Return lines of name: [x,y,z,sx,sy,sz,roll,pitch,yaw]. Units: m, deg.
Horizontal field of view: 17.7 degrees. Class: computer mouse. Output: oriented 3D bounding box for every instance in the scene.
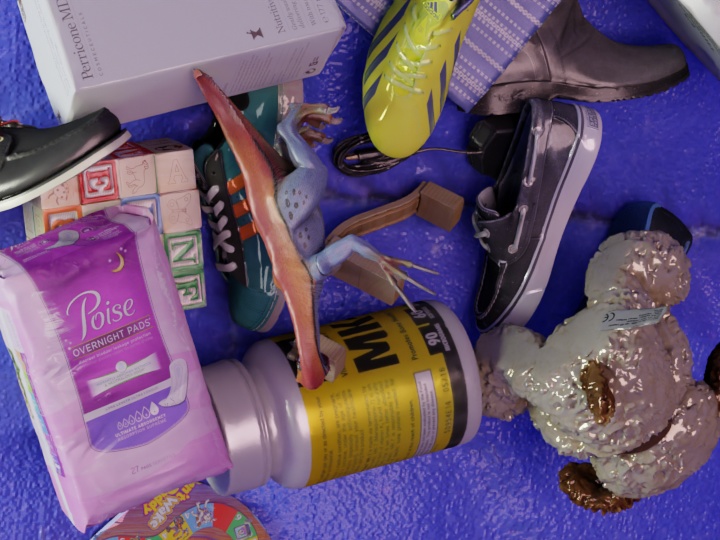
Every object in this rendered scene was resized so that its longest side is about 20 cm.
computer mouse: [0.074,-0.097,1.749,0.199,0.034,0.059,-2,137,-19]

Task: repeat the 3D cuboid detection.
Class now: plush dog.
plush dog: [0.201,0.097,1.709,0.200,0.161,0.172,-39,124,10]

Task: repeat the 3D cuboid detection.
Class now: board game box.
board game box: [-0.145,0.256,1.720,0.200,0.039,0.158,-42,114,-11]

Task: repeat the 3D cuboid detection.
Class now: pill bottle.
pill bottle: [-0.021,0.096,1.700,0.199,0.114,0.115,-14,106,-21]

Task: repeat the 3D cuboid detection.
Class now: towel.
towel: [0.087,-0.237,1.688,0.145,0.024,0.200,38,97,-7]

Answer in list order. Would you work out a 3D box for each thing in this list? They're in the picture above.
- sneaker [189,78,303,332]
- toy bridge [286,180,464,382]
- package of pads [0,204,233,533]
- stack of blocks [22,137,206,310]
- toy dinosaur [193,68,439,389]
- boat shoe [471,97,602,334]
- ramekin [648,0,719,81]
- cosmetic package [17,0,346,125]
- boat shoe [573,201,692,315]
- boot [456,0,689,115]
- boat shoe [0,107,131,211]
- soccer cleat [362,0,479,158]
sneaker: [-0.091,-0.056,1.666,0.079,0.071,0.201,2,92,-23]
toy bridge: [0.000,0.000,1.691,0.200,0.067,0.027,-51,161,-37]
package of pads: [-0.173,0.066,1.585,0.120,0.076,0.201,-23,109,-20]
stack of blocks: [-0.173,0.014,1.648,0.115,0.059,0.201,-9,104,-21]
toy dinosaur: [-0.053,-0.016,1.586,0.199,0.105,0.183,17,72,-19]
boat shoe: [0.115,-0.038,1.737,0.067,0.072,0.201,11,119,-19]
ramekin: [0.281,-0.209,1.727,0.094,0.202,0.202,-42,114,2]
cosmetic package: [-0.126,-0.176,1.595,0.199,0.081,0.113,-17,75,-21]
boat shoe: [0.210,0.048,1.808,0.068,0.084,0.201,25,93,-29]
boot: [0.159,-0.193,1.744,0.199,0.070,0.132,-9,101,-24]
boat shoe: [-0.248,-0.070,1.548,0.200,0.074,0.063,-19,101,23]
soccer cleat: [0.048,-0.175,1.645,0.064,0.084,0.201,19,100,-5]
